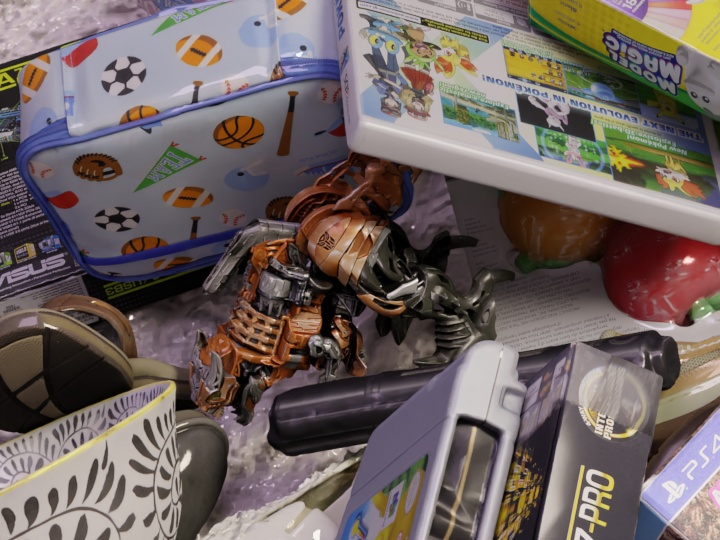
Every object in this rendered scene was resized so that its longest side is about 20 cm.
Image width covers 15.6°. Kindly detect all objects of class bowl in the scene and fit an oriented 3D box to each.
[{"bbox_3d":[-0.155,0.135,1.194,0.200,0.094,0.201,-25,4,2],"label":"bowl"}]

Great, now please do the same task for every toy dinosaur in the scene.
[{"bbox_3d":[0.000,0.000,1.314,0.200,0.136,0.102,-41,37,27],"label":"toy dinosaur"}]

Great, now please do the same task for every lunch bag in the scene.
[{"bbox_3d":[-0.069,-0.065,1.360,0.199,0.160,0.076,-11,55,9],"label":"lunch bag"}]

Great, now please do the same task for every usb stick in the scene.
[{"bbox_3d":[0.052,0.058,1.256,0.199,0.033,0.055,-10,2,17],"label":"usb stick"}]

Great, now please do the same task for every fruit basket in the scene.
[{"bbox_3d":[0.147,-0.019,1.377,0.185,0.094,0.201,-16,61,1],"label":"fruit basket"}]

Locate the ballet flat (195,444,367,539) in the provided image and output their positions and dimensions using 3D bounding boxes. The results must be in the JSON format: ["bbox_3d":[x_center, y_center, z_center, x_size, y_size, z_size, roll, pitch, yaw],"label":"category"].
[{"bbox_3d":[-0.024,0.124,1.226,0.072,0.072,0.200,10,22,23],"label":"ballet flat"}]

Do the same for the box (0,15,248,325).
[{"bbox_3d":[-0.131,-0.063,1.505,0.199,0.048,0.193,-19,44,-3],"label":"box"}]

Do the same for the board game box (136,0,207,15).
[{"bbox_3d":[0.008,-0.172,1.532,0.200,0.043,0.199,33,52,27],"label":"board game box"}]

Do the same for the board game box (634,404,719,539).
[{"bbox_3d":[0.226,0.131,1.132,0.200,0.097,0.159,41,60,12],"label":"board game box"}]

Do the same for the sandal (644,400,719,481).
[{"bbox_3d":[0.124,0.146,1.210,0.055,0.082,0.200,38,70,21],"label":"sandal"}]

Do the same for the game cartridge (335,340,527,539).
[{"bbox_3d":[0.015,0.139,1.118,0.040,0.133,0.201,20,63,-9],"label":"game cartridge"}]

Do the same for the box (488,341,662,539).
[{"bbox_3d":[0.056,0.141,1.128,0.049,0.200,0.162,23,61,-11],"label":"box"}]

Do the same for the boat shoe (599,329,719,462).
[{"bbox_3d":[0.140,0.058,1.283,0.200,0.072,0.076,-26,63,-5],"label":"boat shoe"}]

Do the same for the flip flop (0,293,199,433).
[{"bbox_3d":[-0.137,0.044,1.306,0.081,0.200,0.058,-21,74,17],"label":"flip flop"}]

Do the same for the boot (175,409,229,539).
[{"bbox_3d":[-0.075,0.176,1.247,0.200,0.073,0.182,29,74,42],"label":"boot"}]

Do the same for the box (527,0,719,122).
[{"bbox_3d":[0.173,-0.137,1.293,0.200,0.048,0.117,32,58,22],"label":"box"}]

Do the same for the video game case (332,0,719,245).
[{"bbox_3d":[0.082,-0.102,1.305,0.199,0.022,0.183,14,41,-18],"label":"video game case"}]
